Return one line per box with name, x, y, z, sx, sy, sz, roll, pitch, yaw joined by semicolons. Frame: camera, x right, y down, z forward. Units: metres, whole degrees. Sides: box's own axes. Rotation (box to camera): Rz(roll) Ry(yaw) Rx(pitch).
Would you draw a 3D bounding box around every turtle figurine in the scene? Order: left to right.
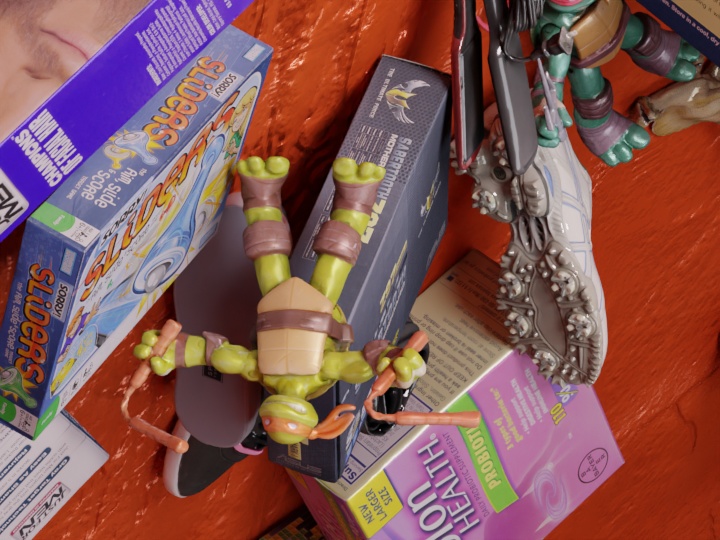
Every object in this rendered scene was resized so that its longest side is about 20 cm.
turtle figurine;-0.023;0.024;1.340;0.064;0.199;0.162;39;54;-63
turtle figurine;0.150;-0.143;1.557;0.150;0.101;0.200;-39;156;3

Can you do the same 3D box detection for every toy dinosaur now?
toy dinosaur;0.257;-0.126;1.840;0.101;0.058;0.199;-41;152;26

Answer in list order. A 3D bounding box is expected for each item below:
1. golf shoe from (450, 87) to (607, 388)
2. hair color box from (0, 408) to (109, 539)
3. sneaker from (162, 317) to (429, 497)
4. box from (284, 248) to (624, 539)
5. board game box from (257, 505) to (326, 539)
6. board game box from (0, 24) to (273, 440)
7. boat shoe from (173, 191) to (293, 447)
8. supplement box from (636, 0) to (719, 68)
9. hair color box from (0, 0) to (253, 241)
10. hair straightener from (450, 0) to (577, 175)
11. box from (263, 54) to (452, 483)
golf shoe;0.130;-0.024;1.652;0.097;0.078;0.201;-40;122;-44
hair color box;-0.215;0.089;1.352;0.100;0.060;0.200;-46;156;-6
sneaker;-0.037;0.086;1.599;0.200;0.099;0.071;-49;158;9
box;0.062;0.122;1.757;0.200;0.097;0.176;-40;135;-14
board game box;-0.032;0.245;1.907;0.165;0.057;0.201;-34;153;-31
board game box;-0.117;-0.023;1.295;0.200;0.034;0.136;-52;167;-47
boat shoe;-0.066;0.019;1.498;0.201;0.070;0.066;97;19;-44
supplement box;0.230;-0.238;1.417;0.134;0.200;0.200;-31;151;-33
hair color box;-0.134;-0.117;1.111;0.200;0.109;0.065;-45;156;-6
hair straightener;0.088;-0.145;1.435;0.041;0.076;0.201;-47;140;-54
box;0.000;0.000;1.487;0.158;0.051;0.201;89;21;-57
